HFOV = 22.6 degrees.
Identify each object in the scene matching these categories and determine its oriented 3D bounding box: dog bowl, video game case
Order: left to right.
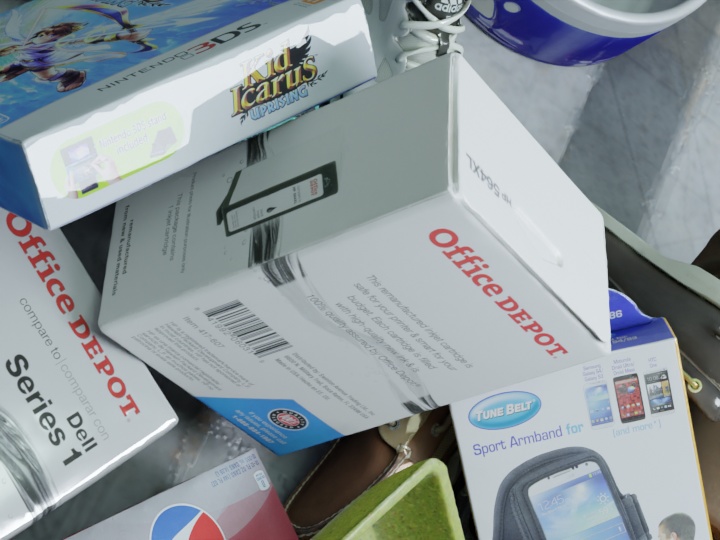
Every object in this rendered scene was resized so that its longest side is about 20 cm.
[{"bbox_3d":[-0.121,-0.094,0.860,0.180,0.199,0.046,-27,118,-28],"label":"video game case"},{"bbox_3d":[0.134,-0.233,1.128,0.199,0.079,0.202,10,70,-27],"label":"dog bowl"}]

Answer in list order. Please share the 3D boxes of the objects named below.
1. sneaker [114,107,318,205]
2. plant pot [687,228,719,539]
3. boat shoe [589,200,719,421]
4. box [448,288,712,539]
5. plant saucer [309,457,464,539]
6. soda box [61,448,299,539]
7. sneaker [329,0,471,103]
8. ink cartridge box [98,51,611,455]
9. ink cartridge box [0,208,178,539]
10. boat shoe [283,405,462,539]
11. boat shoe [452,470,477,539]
[{"bbox_3d":[-0.053,-0.092,0.984,0.091,0.077,0.201,37,69,-19],"label":"sneaker"},{"bbox_3d":[0.234,0.096,1.015,0.200,0.200,0.175,46,67,-8],"label":"plant pot"},{"bbox_3d":[0.138,0.011,0.981,0.061,0.201,0.072,-51,138,-4],"label":"boat shoe"},{"bbox_3d":[0.113,0.112,0.915,0.118,0.042,0.202,-13,107,3],"label":"box"},{"bbox_3d":[-0.020,0.215,0.870,0.199,0.048,0.201,-38,128,-33],"label":"plant saucer"},{"bbox_3d":[-0.119,0.151,0.835,0.199,0.070,0.064,-22,83,-47],"label":"soda box"},{"bbox_3d":[0.029,-0.110,0.986,0.075,0.115,0.202,-6,65,-28],"label":"sneaker"},{"bbox_3d":[0.000,0.000,0.850,0.146,0.199,0.085,42,39,-42],"label":"ink cartridge box"},{"bbox_3d":[-0.206,0.066,0.833,0.199,0.084,0.147,-34,93,-33],"label":"ink cartridge box"},{"bbox_3d":[0.026,0.072,0.951,0.200,0.075,0.072,-43,124,-26],"label":"boat shoe"},{"bbox_3d":[0.108,0.087,1.004,0.199,0.068,0.072,-35,108,-31],"label":"boat shoe"}]
